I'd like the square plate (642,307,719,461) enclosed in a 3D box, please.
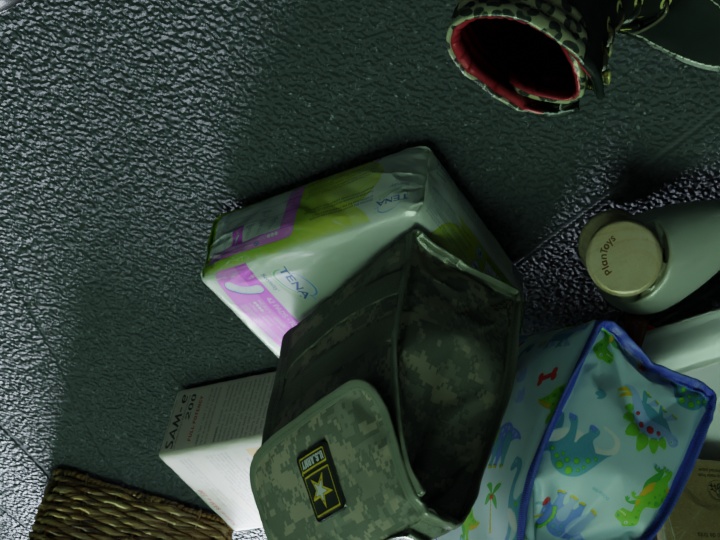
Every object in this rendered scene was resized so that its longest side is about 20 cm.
[{"bbox_3d":[0.290,0.088,1.024,0.196,0.029,0.200,-19,139,18],"label":"square plate"}]

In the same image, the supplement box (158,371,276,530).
[{"bbox_3d":[-0.053,0.149,1.194,0.198,0.074,0.126,-13,134,27],"label":"supplement box"}]

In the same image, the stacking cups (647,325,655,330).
[{"bbox_3d":[0.166,0.107,1.103,0.060,0.061,0.200,25,135,-14],"label":"stacking cups"}]

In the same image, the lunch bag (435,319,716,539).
[{"bbox_3d":[0.126,0.149,0.933,0.127,0.201,0.170,33,164,-9],"label":"lunch bag"}]

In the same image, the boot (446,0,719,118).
[{"bbox_3d":[0.132,-0.132,0.755,0.202,0.155,0.073,30,138,-19],"label":"boot"}]

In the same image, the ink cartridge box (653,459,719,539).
[{"bbox_3d":[0.271,0.206,1.107,0.197,0.076,0.165,7,156,-22],"label":"ink cartridge box"}]

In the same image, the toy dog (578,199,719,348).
[{"bbox_3d":[0.234,0.001,0.913,0.198,0.131,0.098,-6,98,31],"label":"toy dog"}]

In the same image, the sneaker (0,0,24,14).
[{"bbox_3d":[-0.201,-0.200,0.824,0.073,0.083,0.199,34,137,-26],"label":"sneaker"}]

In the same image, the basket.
[{"bbox_3d":[-0.239,0.311,1.376,0.197,0.150,0.143,17,140,-6],"label":"basket"}]

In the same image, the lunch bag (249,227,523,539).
[{"bbox_3d":[0.011,0.105,0.922,0.117,0.202,0.164,28,139,-21],"label":"lunch bag"}]

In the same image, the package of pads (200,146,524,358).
[{"bbox_3d":[0.000,0.000,1.013,0.198,0.069,0.155,-16,133,29],"label":"package of pads"}]
